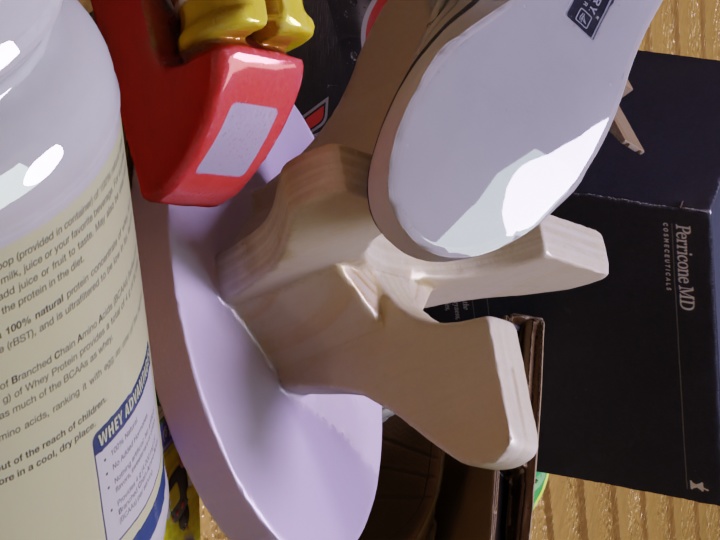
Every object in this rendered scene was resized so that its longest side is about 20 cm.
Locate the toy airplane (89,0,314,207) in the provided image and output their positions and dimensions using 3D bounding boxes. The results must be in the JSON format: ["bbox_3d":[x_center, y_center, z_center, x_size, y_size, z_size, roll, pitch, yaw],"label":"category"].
[{"bbox_3d":[-0.038,-0.147,0.917,0.200,0.141,0.200,-48,125,-30],"label":"toy airplane"}]

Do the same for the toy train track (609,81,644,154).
[{"bbox_3d":[0.062,-0.100,1.162,0.200,0.032,0.115,23,37,-62],"label":"toy train track"}]

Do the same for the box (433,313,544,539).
[{"bbox_3d":[0.043,0.139,1.286,0.200,0.021,0.164,115,-16,-54],"label":"box"}]

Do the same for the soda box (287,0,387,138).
[{"bbox_3d":[-0.005,-0.107,1.143,0.063,0.070,0.201,-32,129,-64],"label":"soda box"}]

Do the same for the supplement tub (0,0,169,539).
[{"bbox_3d":[-0.130,0.002,0.725,0.145,0.144,0.201,-57,151,-49],"label":"supplement tub"}]

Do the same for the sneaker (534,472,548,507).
[{"bbox_3d":[0.055,0.132,1.437,0.201,0.074,0.084,-74,168,-46],"label":"sneaker"}]

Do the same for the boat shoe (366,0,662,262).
[{"bbox_3d":[0.052,-0.079,0.987,0.072,0.066,0.201,39,61,-20],"label":"boat shoe"}]

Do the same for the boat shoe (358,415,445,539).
[{"bbox_3d":[0.001,0.122,1.286,0.065,0.072,0.201,-40,140,-74],"label":"boat shoe"}]

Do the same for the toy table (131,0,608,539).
[{"bbox_3d":[0.000,0.000,1.034,0.184,0.117,0.201,-3,74,-57],"label":"toy table"}]

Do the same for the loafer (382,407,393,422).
[{"bbox_3d":[-0.027,0.029,1.148,0.200,0.069,0.070,21,80,-70],"label":"loafer"}]

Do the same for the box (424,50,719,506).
[{"bbox_3d":[0.096,-0.003,1.317,0.201,0.181,0.104,81,26,-44],"label":"box"}]

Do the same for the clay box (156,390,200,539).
[{"bbox_3d":[-0.100,0.151,1.035,0.115,0.047,0.201,-50,144,-55],"label":"clay box"}]
